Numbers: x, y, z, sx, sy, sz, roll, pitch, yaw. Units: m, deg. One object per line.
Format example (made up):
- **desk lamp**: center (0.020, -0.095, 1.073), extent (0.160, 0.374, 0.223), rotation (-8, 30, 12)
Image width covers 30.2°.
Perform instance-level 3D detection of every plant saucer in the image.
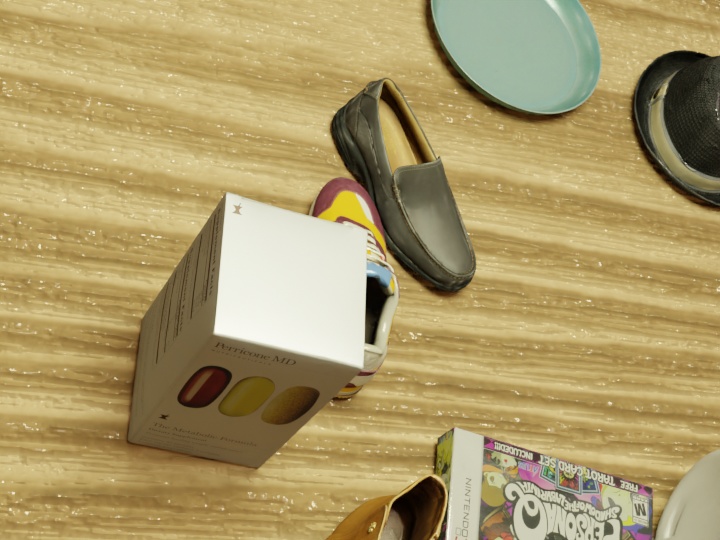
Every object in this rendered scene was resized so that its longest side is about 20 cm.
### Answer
- **plant saucer**: center (0.154, -0.239, 1.356), extent (0.198, 0.027, 0.202), rotation (12, 59, -21)

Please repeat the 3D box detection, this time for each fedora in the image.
- **fedora**: center (0.382, -0.167, 1.393), extent (0.199, 0.092, 0.203), rotation (12, 59, -22)

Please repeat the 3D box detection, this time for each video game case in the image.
- **video game case**: center (0.148, 0.240, 1.085), extent (0.198, 0.036, 0.183), rotation (19, 58, -18)

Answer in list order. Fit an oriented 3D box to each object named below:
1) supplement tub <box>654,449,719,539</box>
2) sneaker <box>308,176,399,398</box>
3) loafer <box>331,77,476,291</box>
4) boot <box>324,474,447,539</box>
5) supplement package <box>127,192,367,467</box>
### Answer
- **supplement tub**: center (0.362, 0.253, 1.122), extent (0.199, 0.144, 0.145), rotation (28, 54, -11)
- **sneaker**: center (0.000, 0.000, 1.104), extent (0.074, 0.090, 0.202), rotation (10, 60, -22)
- **loafer**: center (0.045, -0.076, 1.181), extent (0.072, 0.072, 0.201), rotation (-26, 79, -36)
- **boot**: center (-0.018, 0.232, 0.935), extent (0.071, 0.144, 0.202), rotation (39, 53, -2)
- **supplement package**: center (-0.084, 0.050, 0.965), extent (0.113, 0.200, 0.111), rotation (14, 58, -20)
